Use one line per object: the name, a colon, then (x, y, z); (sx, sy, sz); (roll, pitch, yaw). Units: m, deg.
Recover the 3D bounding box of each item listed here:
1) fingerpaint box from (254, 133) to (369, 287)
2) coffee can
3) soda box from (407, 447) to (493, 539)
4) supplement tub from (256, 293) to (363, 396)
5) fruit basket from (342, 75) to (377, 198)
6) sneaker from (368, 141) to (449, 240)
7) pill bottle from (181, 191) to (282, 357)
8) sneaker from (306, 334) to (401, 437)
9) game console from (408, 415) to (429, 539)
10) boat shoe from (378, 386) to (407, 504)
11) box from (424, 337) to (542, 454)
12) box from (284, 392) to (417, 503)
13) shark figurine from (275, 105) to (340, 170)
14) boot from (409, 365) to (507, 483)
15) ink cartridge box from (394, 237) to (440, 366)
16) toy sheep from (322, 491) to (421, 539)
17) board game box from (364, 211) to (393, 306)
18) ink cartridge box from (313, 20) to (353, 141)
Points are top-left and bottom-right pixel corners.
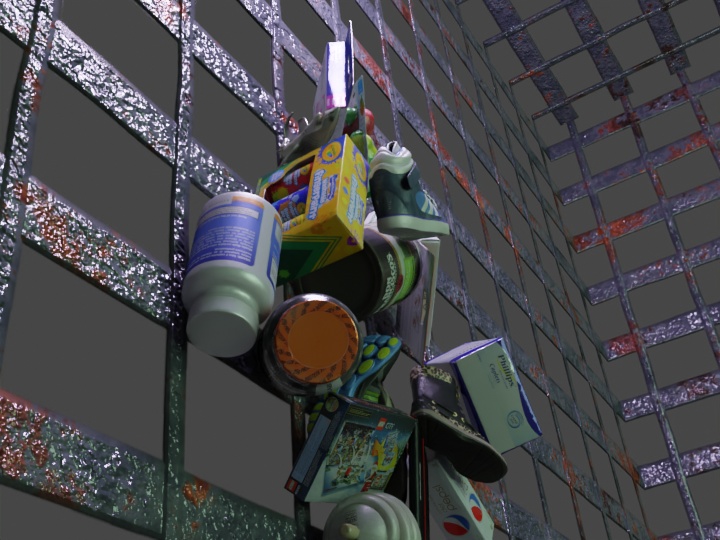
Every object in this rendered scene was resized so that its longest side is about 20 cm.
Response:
fingerpaint box: (-0.078, -0.087, 1.307); (0.073, 0.167, 0.200); (51, 28, -33)
coffee can: (0.000, 0.000, 1.424); (0.147, 0.146, 0.200); (67, 22, 2)
soda box: (0.150, 0.380, 1.505); (0.200, 0.064, 0.068); (59, 23, -16)
supplement tub: (-0.064, 0.095, 1.118); (0.200, 0.122, 0.123); (139, -70, -78)
fruit basket: (-0.013, -0.229, 1.611); (0.185, 0.094, 0.200); (177, -96, -80)
sneaker: (0.077, -0.126, 1.399); (0.200, 0.080, 0.147); (6, 77, -62)
pill bottle: (-0.159, 0.005, 1.111); (0.112, 0.112, 0.200); (50, 28, -35)
sneaker: (-0.006, 0.175, 1.282); (0.200, 0.071, 0.083); (-58, 142, -23)
game console: (0.081, 0.338, 1.333); (0.177, 0.031, 0.200); (75, 13, -55)
boat shoe: (0.044, 0.269, 1.361); (0.073, 0.074, 0.200); (37, 38, -50)
box: (0.213, 0.228, 1.620); (0.200, 0.105, 0.184); (147, -79, -75)
box: (-0.007, 0.244, 1.212); (0.200, 0.038, 0.137); (28, 87, -57)
shark figurine: (-0.088, -0.190, 1.461); (0.089, 0.128, 0.214); (36, -11, -19)
boot: (0.155, 0.250, 1.483); (0.200, 0.073, 0.151); (33, 25, -19)
ink cartridge box: (0.109, 0.041, 1.552); (0.174, 0.043, 0.200); (-128, -140, -66)
toy sheep: (0.014, 0.348, 1.149); (0.200, 0.138, 0.138); (61, 15, -63)
board game box: (0.037, -0.023, 1.673); (0.126, 0.035, 0.200); (60, 24, -16)
ink cartridge box: (-0.051, -0.303, 1.580); (0.200, 0.043, 0.197); (105, -12, -46)
